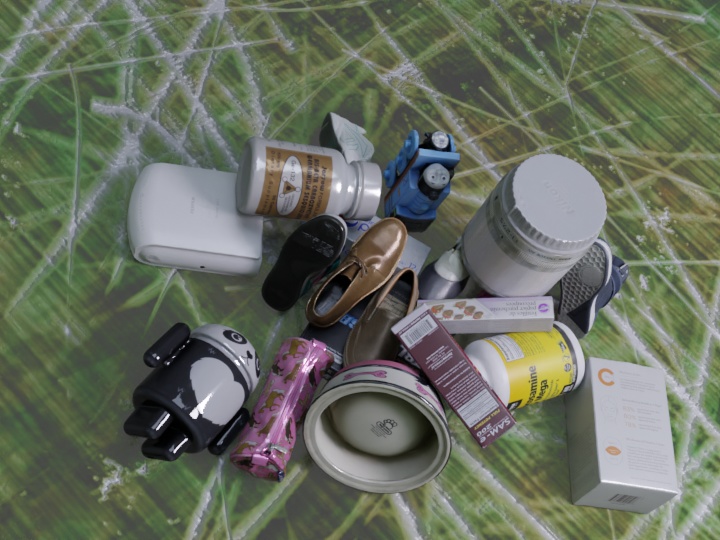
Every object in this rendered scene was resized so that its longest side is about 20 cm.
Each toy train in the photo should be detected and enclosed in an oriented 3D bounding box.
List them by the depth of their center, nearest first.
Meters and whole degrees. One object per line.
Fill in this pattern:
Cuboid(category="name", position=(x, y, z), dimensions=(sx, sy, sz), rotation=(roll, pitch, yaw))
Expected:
Cuboid(category="toy train", position=(0.095, -0.140, 1.637), dimensions=(0.087, 0.200, 0.114), rotation=(4, 69, -16))

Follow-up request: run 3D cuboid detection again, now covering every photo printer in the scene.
Cuboid(category="photo printer", position=(-0.247, -0.078, 1.560), dimensions=(0.200, 0.069, 0.166), rotation=(8, 57, -13))

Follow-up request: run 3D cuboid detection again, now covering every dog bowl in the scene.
Cuboid(category="dog bowl", position=(0.026, 0.205, 1.402), dimensions=(0.200, 0.200, 0.074), rotation=(22, 35, -4))

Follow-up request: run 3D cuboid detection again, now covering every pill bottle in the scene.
Cuboid(category="pill bottle", position=(0.222, 0.149, 1.541), dimensions=(0.200, 0.112, 0.112), rotation=(-13, 63, -24))
Cuboid(category="pill bottle", position=(-0.076, -0.129, 1.541), dimensions=(0.200, 0.114, 0.114), rotation=(7, 57, -18))

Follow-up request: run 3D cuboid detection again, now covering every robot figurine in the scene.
Cuboid(category="robot figurine", position=(-0.220, 0.162, 1.382), dimensions=(0.125, 0.150, 0.200), rotation=(29, 54, 17))

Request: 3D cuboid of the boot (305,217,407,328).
Cuboid(category="boot", position=(0.000, 0.000, 1.490), dimensions=(0.074, 0.075, 0.200), rotation=(40, 77, 5))

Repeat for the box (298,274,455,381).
Cuboid(category="box", position=(0.027, 0.099, 1.551), dimensions=(0.200, 0.050, 0.199), rotation=(31, 54, 3))

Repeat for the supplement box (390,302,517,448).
Cuboid(category="supplement box", position=(0.125, 0.140, 1.411), dimensions=(0.061, 0.109, 0.200), rotation=(-37, 86, 2))

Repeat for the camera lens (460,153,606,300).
Cuboid(category="camera lens", position=(0.248, -0.057, 1.515), dimensions=(0.160, 0.200, 0.160), rotation=(8, 61, -14))

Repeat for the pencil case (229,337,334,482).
Cuboid(category="pencil case", position=(-0.105, 0.186, 1.417), dimensions=(0.086, 0.083, 0.200), rotation=(3, 54, 31))

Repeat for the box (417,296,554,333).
Cuboid(category="box", position=(0.183, 0.066, 1.531), dimensions=(0.200, 0.041, 0.039), rotation=(-2, 56, 4))

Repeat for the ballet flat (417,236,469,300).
Cuboid(category="ballet flat", position=(0.151, -0.012, 1.618), dimensions=(0.073, 0.073, 0.200), rotation=(42, 40, 11))

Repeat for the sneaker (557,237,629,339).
Cuboid(category="sneaker", position=(0.375, -0.006, 1.641), dimensions=(0.077, 0.202, 0.146), rotation=(29, 52, 21))

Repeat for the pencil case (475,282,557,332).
Cuboid(category="pencil case", position=(0.265, 0.010, 1.656), dimensions=(0.091, 0.094, 0.200), rotation=(39, 56, 10))

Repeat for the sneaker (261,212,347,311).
Cuboid(category="sneaker", position=(-0.063, -0.033, 1.526), dimensions=(0.084, 0.200, 0.121), rotation=(40, 40, -3))

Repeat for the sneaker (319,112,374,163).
Cuboid(category="sneaker", position=(-0.012, -0.184, 1.690), dimensions=(0.080, 0.070, 0.200), rotation=(12, 42, -22))

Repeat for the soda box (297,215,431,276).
Cuboid(category="soda box", position=(0.005, -0.045, 1.624), dimensions=(0.200, 0.063, 0.068), rotation=(29, 55, 2))

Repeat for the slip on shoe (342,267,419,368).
Cuboid(category="slip on shoe", position=(0.035, 0.079, 1.499), dimensions=(0.076, 0.061, 0.200), rotation=(30, 54, 3))

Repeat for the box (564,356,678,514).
Cuboid(category="box", position=(0.383, 0.245, 1.542), dimensions=(0.124, 0.097, 0.200), rotation=(11, 57, -11))
